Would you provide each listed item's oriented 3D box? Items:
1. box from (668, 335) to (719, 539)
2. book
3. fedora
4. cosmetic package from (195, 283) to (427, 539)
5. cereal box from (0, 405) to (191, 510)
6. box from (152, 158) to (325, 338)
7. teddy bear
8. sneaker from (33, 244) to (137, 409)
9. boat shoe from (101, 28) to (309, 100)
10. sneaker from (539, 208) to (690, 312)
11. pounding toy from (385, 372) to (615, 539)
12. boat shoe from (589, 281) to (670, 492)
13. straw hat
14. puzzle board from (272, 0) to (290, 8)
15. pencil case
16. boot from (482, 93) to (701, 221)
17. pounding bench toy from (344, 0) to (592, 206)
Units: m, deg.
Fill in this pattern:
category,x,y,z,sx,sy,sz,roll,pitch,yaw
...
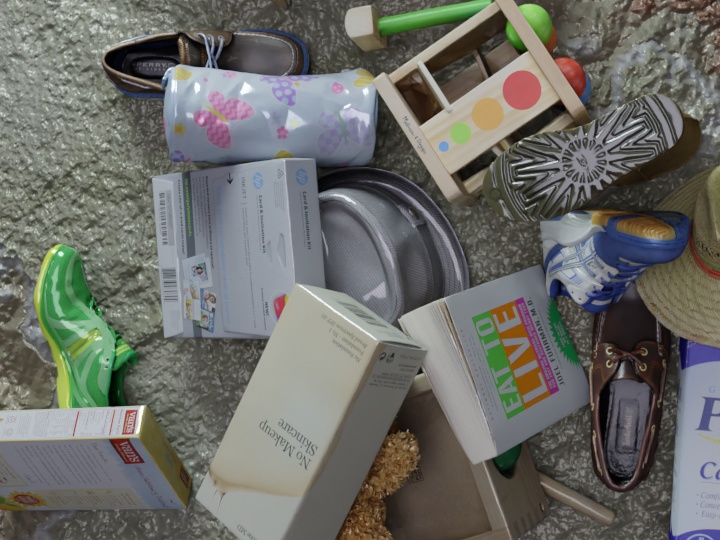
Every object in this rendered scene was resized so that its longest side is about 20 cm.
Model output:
category,x,y,z,sx,sy,sz,roll,pitch,yaw
box,0.359,0.156,1.179,0.182,0.105,0.202,3,90,12
book,0.124,0.076,1.186,0.048,0.199,0.135,-25,85,32
fedora,0.000,0.000,1.267,0.176,0.090,0.201,-32,84,12
cosmetic package,-0.041,0.124,1.119,0.103,0.073,0.201,32,101,36
cereal box,-0.273,0.179,1.310,0.198,0.144,0.040,-3,54,12
box,-0.113,-0.016,1.265,0.199,0.041,0.158,-3,92,48
teddy bear,-0.011,0.147,1.170,0.144,0.067,0.202,27,106,25
sneaker,-0.256,0.070,1.339,0.083,0.074,0.202,-11,97,15
boat shoe,-0.149,-0.191,1.309,0.198,0.072,0.073,-5,88,13
sneaker,0.216,-0.007,1.177,0.075,0.200,0.089,0,93,-16
pounding toy,0.090,0.177,1.238,0.199,0.142,0.186,-22,85,26
boat shoe,0.237,0.094,1.225,0.070,0.070,0.202,0,89,14
straw hat,0.315,-0.042,1.148,0.199,0.085,0.203,-10,52,13
puzzle board,-0.152,-0.328,1.275,0.199,0.151,0.017,32,77,11
pencil case,-0.080,-0.141,1.258,0.198,0.083,0.092,-1,87,-9
boot,0.201,-0.088,1.165,0.174,0.200,0.067,-20,86,15
pounding bench toy,0.097,-0.184,1.226,0.155,0.124,0.201,-34,83,11
